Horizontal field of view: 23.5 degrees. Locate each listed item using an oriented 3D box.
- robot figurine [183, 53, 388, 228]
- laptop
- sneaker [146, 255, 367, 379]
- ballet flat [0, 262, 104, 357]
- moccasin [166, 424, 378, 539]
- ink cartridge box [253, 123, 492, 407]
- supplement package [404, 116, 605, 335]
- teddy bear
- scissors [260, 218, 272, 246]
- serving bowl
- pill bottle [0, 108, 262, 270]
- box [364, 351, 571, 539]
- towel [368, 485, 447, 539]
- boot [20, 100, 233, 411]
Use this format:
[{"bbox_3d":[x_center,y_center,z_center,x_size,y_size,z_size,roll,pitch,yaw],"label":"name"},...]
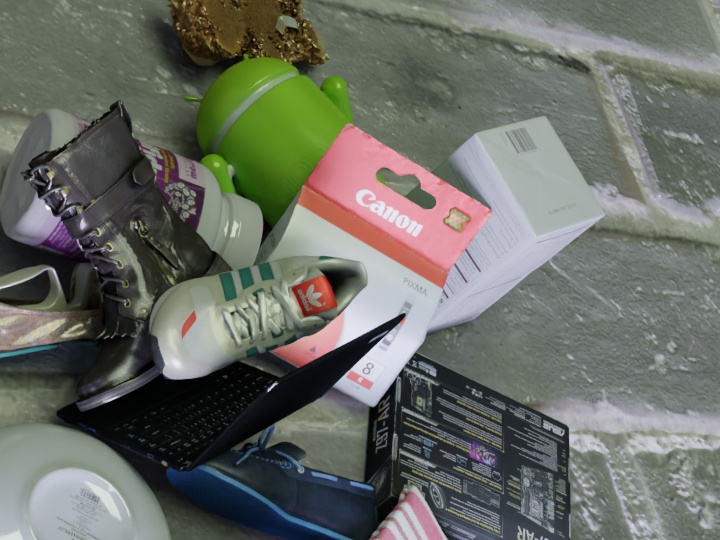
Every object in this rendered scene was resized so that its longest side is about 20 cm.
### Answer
[{"bbox_3d":[-0.064,-0.107,1.548,0.175,0.116,0.200,-37,76,-29],"label":"robot figurine"},{"bbox_3d":[-0.099,0.073,1.323,0.199,0.104,0.177,19,25,29],"label":"laptop"},{"bbox_3d":[-0.073,0.026,1.305,0.199,0.093,0.071,-20,92,-51],"label":"sneaker"},{"bbox_3d":[-0.228,0.029,1.345,0.199,0.068,0.068,-4,99,-43],"label":"ballet flat"},{"bbox_3d":[-0.070,0.169,1.384,0.199,0.080,0.069,31,59,-36],"label":"moccasin"},{"bbox_3d":[0.000,0.000,1.479,0.162,0.200,0.050,30,19,-20],"label":"ink cartridge box"},{"bbox_3d":[0.103,-0.035,1.588,0.113,0.200,0.110,-17,72,-47],"label":"supplement package"},{"bbox_3d":[-0.109,-0.230,1.668,0.145,0.067,0.200,55,34,-7],"label":"teddy bear"},{"bbox_3d":[-0.083,-0.065,1.591,0.073,0.014,0.201,-2,63,-39],"label":"scissors"},{"bbox_3d":[-0.214,0.193,1.245,0.199,0.066,0.201,23,46,-26],"label":"serving bowl"},{"bbox_3d":[-0.184,-0.049,1.420,0.199,0.112,0.113,20,48,-29],"label":"pill bottle"},{"bbox_3d":[0.099,0.176,1.543,0.199,0.044,0.161,26,46,-24],"label":"box"},{"bbox_3d":[0.030,0.283,1.385,0.147,0.030,0.200,63,36,-14],"label":"towel"},{"bbox_3d":[-0.196,-0.012,1.305,0.175,0.069,0.200,53,45,-19],"label":"boot"}]
